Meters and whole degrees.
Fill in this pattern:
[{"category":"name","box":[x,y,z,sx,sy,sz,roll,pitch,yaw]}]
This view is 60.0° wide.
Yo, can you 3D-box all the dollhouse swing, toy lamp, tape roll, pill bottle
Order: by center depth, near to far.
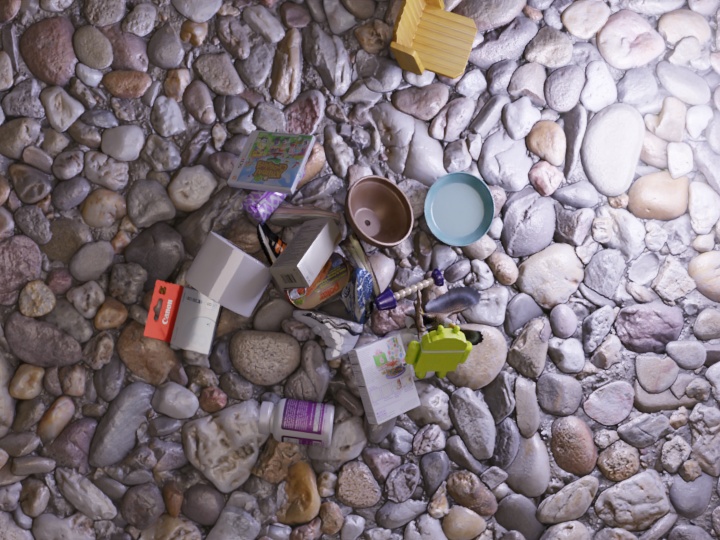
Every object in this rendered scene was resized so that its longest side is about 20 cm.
[{"category":"tape roll","box":[-0.340,0.009,1.628,0.200,0.203,0.141,31,89,0]},{"category":"pill bottle","box":[-0.171,0.404,1.665,0.195,0.112,0.115,7,89,-1]},{"category":"dollhouse swing","box":[0.204,-0.642,1.673,0.172,0.181,0.204,19,88,20]},{"category":"toy lamp","box":[0.130,0.054,1.683,0.197,0.058,0.059,-25,89,-15]}]

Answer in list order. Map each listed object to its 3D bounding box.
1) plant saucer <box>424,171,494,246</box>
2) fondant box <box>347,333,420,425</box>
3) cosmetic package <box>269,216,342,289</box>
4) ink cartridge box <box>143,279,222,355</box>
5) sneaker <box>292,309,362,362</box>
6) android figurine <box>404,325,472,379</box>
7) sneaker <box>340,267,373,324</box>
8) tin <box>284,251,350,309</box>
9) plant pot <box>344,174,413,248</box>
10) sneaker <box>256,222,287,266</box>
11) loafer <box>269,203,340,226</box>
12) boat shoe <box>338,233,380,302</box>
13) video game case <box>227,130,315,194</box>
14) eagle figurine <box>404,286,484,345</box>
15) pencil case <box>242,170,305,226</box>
[{"category":"plant saucer","box":[0.271,-0.168,1.722,0.194,0.036,0.206,0,89,0]},{"category":"fondant box","box":[0.064,0.289,1.672,0.142,0.058,0.205,-17,90,-27]},{"category":"cosmetic package","box":[-0.137,-0.046,1.603,0.072,0.103,0.201,60,44,-29]},{"category":"ink cartridge box","box":[-0.484,0.126,1.699,0.195,0.047,0.164,14,89,-3]},{"category":"sneaker","box":[-0.099,0.176,1.689,0.195,0.075,0.118,15,90,1]},{"category":"android figurine","box":[0.208,0.215,1.643,0.177,0.203,0.042,0,45,-12]},{"category":"sneaker","box":[-0.018,0.064,1.646,0.084,0.202,0.077,23,53,20]},{"category":"tin","box":[-0.115,0.029,1.676,0.198,0.042,0.114,-30,92,-26]},{"category":"plant pot","box":[0.037,-0.143,1.671,0.197,0.093,0.206,12,64,-24]},{"category":"sneaker","box":[-0.211,-0.050,1.704,0.089,0.070,0.203,-27,89,-16]},{"category":"loafer","box":[-0.150,-0.158,1.701,0.194,0.072,0.064,1,68,2]},{"category":"boat shoe","box":[0.000,0.000,1.688,0.064,0.073,0.204,-22,103,5]},{"category":"video game case","box":[-0.237,-0.291,1.655,0.195,0.022,0.185,9,63,21]},{"category":"eagle figurine","box":[0.230,0.134,1.686,0.196,0.152,0.154,-3,133,-30]},{"category":"pencil case","box":[-0.232,-0.221,1.672,0.083,0.086,0.201,37,74,1]}]
